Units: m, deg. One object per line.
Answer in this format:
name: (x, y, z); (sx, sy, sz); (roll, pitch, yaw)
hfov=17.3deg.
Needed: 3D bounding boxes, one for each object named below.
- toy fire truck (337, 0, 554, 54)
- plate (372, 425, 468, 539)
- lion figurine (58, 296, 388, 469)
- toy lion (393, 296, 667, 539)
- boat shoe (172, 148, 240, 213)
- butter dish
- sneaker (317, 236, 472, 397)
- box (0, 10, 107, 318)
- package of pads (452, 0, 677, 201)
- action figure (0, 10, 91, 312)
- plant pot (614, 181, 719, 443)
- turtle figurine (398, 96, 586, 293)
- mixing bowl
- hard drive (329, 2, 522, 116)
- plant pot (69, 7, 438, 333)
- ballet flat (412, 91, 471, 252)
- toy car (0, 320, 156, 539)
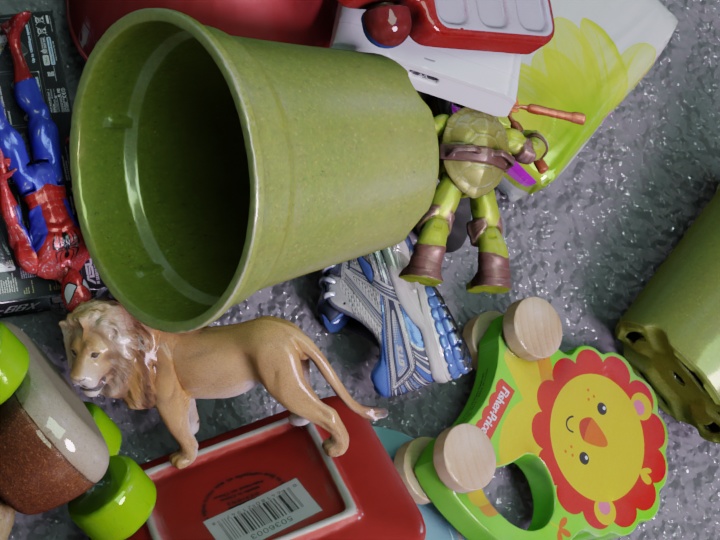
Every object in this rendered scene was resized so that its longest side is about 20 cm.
toy fire truck: (0.039, -0.228, 1.569); (0.199, 0.112, 0.169); (0, 73, -39)
plate: (0.010, 0.207, 1.663); (0.199, 0.026, 0.202); (6, 75, -25)
lion figurine: (-0.090, 0.062, 1.533); (0.199, 0.073, 0.123); (-9, 118, 12)
toy lion: (0.139, 0.131, 1.716); (0.192, 0.069, 0.200); (44, 53, -17)
boat shoe: (-0.121, -0.098, 1.637); (0.070, 0.091, 0.202); (-1, 78, -25)
butter dish: (-0.060, 0.203, 1.558); (0.199, 0.200, 0.149); (-20, 121, -8)
sneaker: (0.000, 0.000, 1.678); (0.085, 0.077, 0.201); (-28, 71, 3)
box: (-0.266, -0.067, 1.583); (0.157, 0.050, 0.201); (-9, 81, -27)
package of pads: (0.134, -0.168, 1.788); (0.154, 0.068, 0.200); (44, 65, -9)
action figure: (-0.215, -0.068, 1.554); (0.065, 0.052, 0.201); (-17, 88, -31)
plant pot: (0.297, 0.025, 1.768); (0.190, 0.200, 0.200); (-43, 97, -15)
turtle figurine: (0.082, -0.068, 1.634); (0.199, 0.064, 0.163); (9, 80, -34)
mixing bowl: (-0.105, -0.217, 1.616); (0.199, 0.109, 0.201); (1, 56, -2)
hard drive: (0.056, -0.207, 1.653); (0.131, 0.026, 0.201); (17, 53, -9)
plant pot: (-0.056, -0.071, 1.518); (0.183, 0.200, 0.202); (-8, 81, -39)
ballet flat: (0.035, -0.102, 1.695); (0.068, 0.068, 0.201); (-27, 116, -47)
toy car: (-0.263, 0.135, 1.499); (0.200, 0.158, 0.164); (-41, 121, -3)
